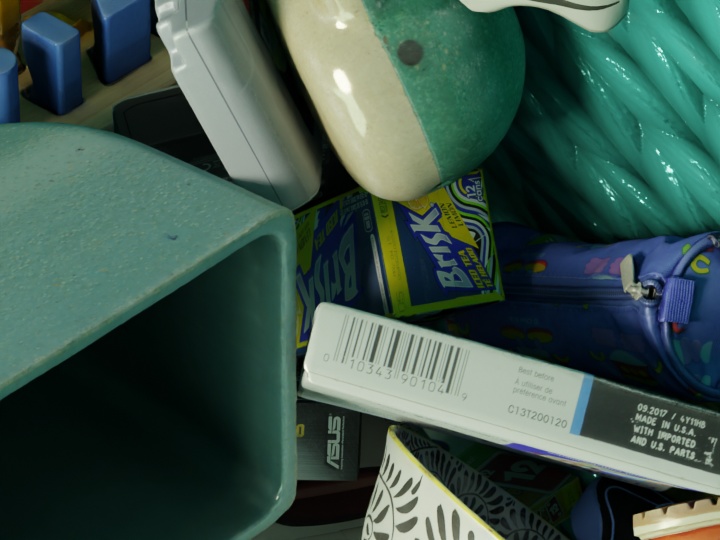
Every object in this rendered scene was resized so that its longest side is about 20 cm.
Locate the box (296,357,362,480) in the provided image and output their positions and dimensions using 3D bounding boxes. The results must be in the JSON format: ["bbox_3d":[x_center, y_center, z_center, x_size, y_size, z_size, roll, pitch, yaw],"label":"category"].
[{"bbox_3d":[-0.083,0.058,1.612,0.200,0.158,0.048,-98,10,-73],"label":"box"}]

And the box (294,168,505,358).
[{"bbox_3d":[0.000,0.000,1.482,0.200,0.064,0.070,160,101,-66],"label":"box"}]

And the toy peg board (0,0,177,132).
[{"bbox_3d":[-0.191,-0.151,1.524,0.199,0.200,0.098,30,138,29],"label":"toy peg board"}]

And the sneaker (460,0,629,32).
[{"bbox_3d":[0.034,-0.156,1.268,0.200,0.074,0.089,30,152,32],"label":"sneaker"}]

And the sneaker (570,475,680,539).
[{"bbox_3d":[0.193,0.152,1.452,0.200,0.070,0.078,40,123,29],"label":"sneaker"}]

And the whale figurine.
[{"bbox_3d":[0.007,-0.134,1.351,0.159,0.104,0.200,82,164,-82],"label":"whale figurine"}]

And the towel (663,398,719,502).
[{"bbox_3d":[0.221,0.157,1.486,0.200,0.023,0.144,43,137,26],"label":"towel"}]

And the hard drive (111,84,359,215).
[{"bbox_3d":[-0.060,-0.043,1.552,0.200,0.139,0.033,96,157,-62],"label":"hard drive"}]

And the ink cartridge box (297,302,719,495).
[{"bbox_3d":[0.068,0.063,1.377,0.198,0.043,0.200,15,175,-1],"label":"ink cartridge box"}]

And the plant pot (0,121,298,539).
[{"bbox_3d":[-0.167,0.043,1.372,0.200,0.196,0.196,33,140,32],"label":"plant pot"}]

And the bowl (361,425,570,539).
[{"bbox_3d":[0.066,0.174,1.452,0.201,0.094,0.201,38,-176,-3],"label":"bowl"}]

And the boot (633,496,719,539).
[{"bbox_3d":[0.218,0.157,1.339,0.200,0.107,0.075,10,168,-14],"label":"boot"}]

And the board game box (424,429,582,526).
[{"bbox_3d":[0.033,0.131,1.751,0.200,0.095,0.030,12,124,51],"label":"board game box"}]

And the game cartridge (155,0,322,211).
[{"bbox_3d":[-0.059,-0.121,1.394,0.200,0.041,0.133,-97,-13,-50],"label":"game cartridge"}]

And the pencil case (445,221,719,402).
[{"bbox_3d":[0.120,0.017,1.420,0.087,0.078,0.200,24,170,-32],"label":"pencil case"}]

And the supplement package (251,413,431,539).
[{"bbox_3d":[-0.032,0.198,1.592,0.191,0.200,0.147,53,138,37],"label":"supplement package"}]
